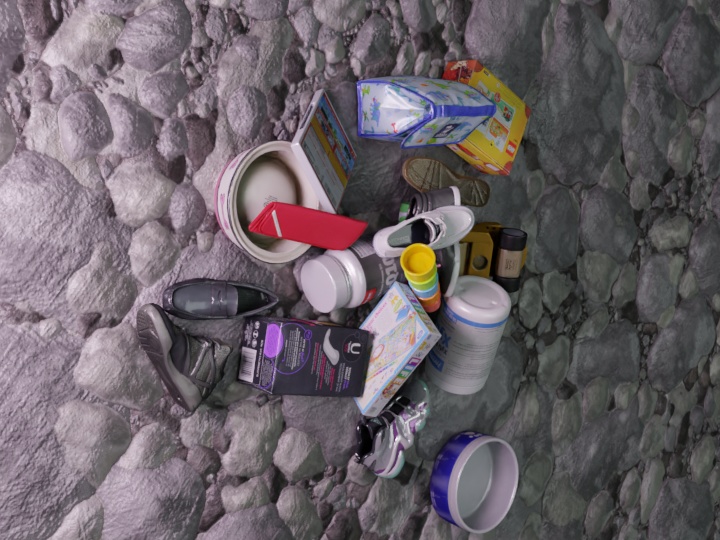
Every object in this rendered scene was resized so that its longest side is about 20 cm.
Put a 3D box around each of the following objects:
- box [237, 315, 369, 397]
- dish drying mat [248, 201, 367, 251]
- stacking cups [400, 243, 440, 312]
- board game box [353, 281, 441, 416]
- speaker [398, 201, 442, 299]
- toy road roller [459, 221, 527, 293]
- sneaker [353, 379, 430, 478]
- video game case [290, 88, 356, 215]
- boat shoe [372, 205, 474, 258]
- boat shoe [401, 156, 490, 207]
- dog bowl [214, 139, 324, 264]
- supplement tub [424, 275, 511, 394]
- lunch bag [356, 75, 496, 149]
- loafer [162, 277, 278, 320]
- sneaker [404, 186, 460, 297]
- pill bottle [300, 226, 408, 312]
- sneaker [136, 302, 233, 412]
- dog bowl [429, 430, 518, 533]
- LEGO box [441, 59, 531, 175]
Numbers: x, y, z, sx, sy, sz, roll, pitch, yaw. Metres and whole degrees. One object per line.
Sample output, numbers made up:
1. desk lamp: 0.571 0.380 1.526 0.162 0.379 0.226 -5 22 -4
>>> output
1. box: -0.097 0.147 1.616 0.199 0.106 0.124 9 89 -41
2. dish drying mat: -0.082 -0.070 1.532 0.199 0.077 0.018 12 44 -42
3. stacking cups: 0.108 0.022 1.665 0.061 0.060 0.200 -60 162 -18
4. board game box: 0.044 0.139 1.663 0.034 0.135 0.201 17 119 -42
5. speaker: 0.115 -0.028 1.794 0.088 0.088 0.202 -8 101 -40
6. toy road roller: 0.234 -0.037 1.890 0.198 0.146 0.124 3 110 -6
7. sneaker: 0.049 0.284 1.785 0.140 0.077 0.202 33 74 -40
8. video game case: -0.059 -0.201 1.592 0.144 0.017 0.201 62 25 -29
9. boat shoe: 0.120 -0.066 1.640 0.199 0.065 0.074 -22 94 -20
10. boat shoe: 0.156 -0.166 1.824 0.199 0.066 0.075 20 84 -28
11. dog bowl: -0.153 -0.114 1.553 0.199 0.073 0.202 -8 101 -41
12. supplement tub: 0.205 0.124 1.820 0.131 0.132 0.201 -17 133 -39
13. lunch bag: 0.117 -0.286 1.684 0.169 0.199 0.129 -11 103 -41
14. loafer: -0.222 0.044 1.511 0.199 0.070 0.069 2 85 -42
15. sneaker: 0.128 -0.053 1.717 0.098 0.071 0.202 0 93 -14
16. pill bottle: 0.000 0.000 1.677 0.199 0.113 0.115 -22 110 -37
17. sneaker: -0.274 0.114 1.479 0.114 0.076 0.201 -43 125 -31
18. dog bowl: 0.240 0.441 1.975 0.199 0.078 0.202 -7 101 -40
19. LEGO box: 0.236 -0.301 1.868 0.199 0.077 0.150 30 76 -40
